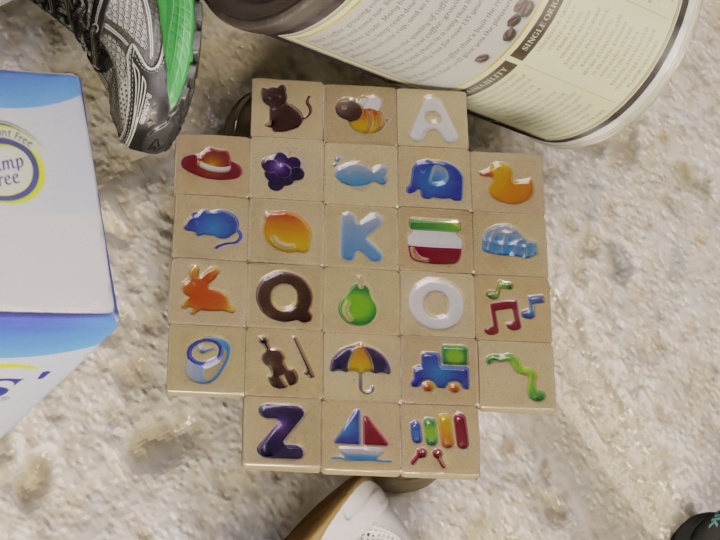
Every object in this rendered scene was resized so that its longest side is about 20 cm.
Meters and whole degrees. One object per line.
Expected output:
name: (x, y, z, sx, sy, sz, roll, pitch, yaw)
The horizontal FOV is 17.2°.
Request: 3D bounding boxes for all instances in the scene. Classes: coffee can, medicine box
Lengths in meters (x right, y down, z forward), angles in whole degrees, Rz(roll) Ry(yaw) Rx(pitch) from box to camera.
coffee can: (0.043, -0.153, 1.117, 0.200, 0.146, 0.147, 18, 57, -37)
medicine box: (-0.213, 0.011, 0.856, 0.182, 0.200, 0.103, 1, 66, -32)

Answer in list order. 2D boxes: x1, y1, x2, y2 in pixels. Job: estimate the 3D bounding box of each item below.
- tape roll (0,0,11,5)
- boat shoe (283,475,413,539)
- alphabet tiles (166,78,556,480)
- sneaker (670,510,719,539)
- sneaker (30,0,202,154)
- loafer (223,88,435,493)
tape roll: (-0.202, -0.202, 1.012, 0.202, 0.071, 0.203, 4, 59, -6)
boat shoe: (-0.030, 0.166, 0.976, 0.069, 0.071, 0.200, 45, 50, -2)
alphabet tiles: (0.000, 0.000, 1.040, 0.166, 0.006, 0.200, 3, 57, -5)
sneaker: (0.202, 0.201, 1.104, 0.075, 0.079, 0.200, -11, 74, -36)
sneaker: (-0.132, -0.134, 1.072, 0.085, 0.078, 0.200, -14, 64, -28)
loafer: (0.002, -0.001, 1.085, 0.076, 0.067, 0.200, -17, 76, -37)
